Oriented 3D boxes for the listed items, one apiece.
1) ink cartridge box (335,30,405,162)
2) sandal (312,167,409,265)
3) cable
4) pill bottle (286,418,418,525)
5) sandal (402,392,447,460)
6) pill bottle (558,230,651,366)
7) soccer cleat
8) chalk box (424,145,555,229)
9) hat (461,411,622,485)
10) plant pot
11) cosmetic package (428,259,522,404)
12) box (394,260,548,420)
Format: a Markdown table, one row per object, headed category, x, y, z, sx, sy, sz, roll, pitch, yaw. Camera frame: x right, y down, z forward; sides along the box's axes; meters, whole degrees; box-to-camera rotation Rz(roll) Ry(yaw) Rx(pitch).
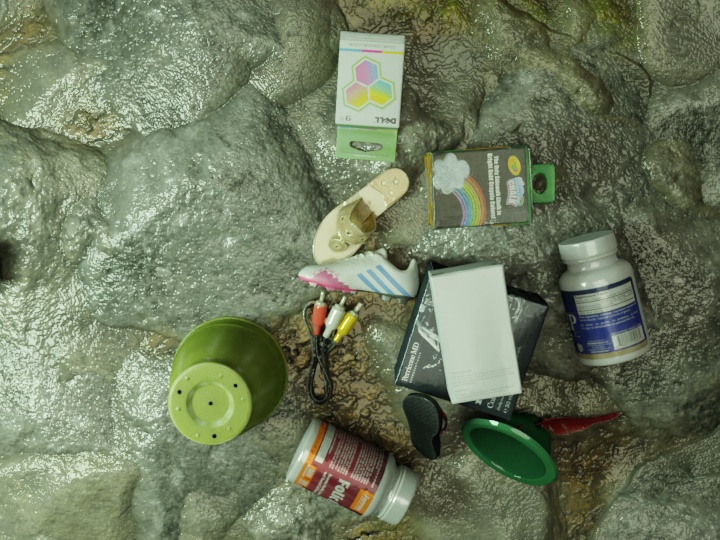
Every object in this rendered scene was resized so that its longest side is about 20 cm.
| category | x | y | z | sx | sy | sz | roll | pitch | yaw |
| --- | --- | --- | --- | --- | --- | --- | --- | --- | --- |
| ink cartridge box | 0.014 | -0.279 | 1.419 | 0.104 | 0.059 | 0.200 | 4 | 97 | 0 |
| sandal | -0.004 | -0.086 | 1.438 | 0.078 | 0.070 | 0.212 | 44 | 96 | -5 |
| cable | -0.069 | 0.129 | 1.476 | 0.097 | 0.050 | 0.200 | 18 | 96 | 2 |
| pill bottle | -0.012 | 0.339 | 1.469 | 0.200 | 0.114 | 0.114 | 26 | 97 | -2 |
| sandal | 0.111 | 0.246 | 1.440 | 0.075 | 0.200 | 0.045 | 36 | 65 | 26 |
| pill bottle | 0.389 | 0.043 | 1.424 | 0.120 | 0.120 | 0.200 | -15 | 96 | 3 |
| soccer cleat | 0.000 | 0.000 | 1.455 | 0.200 | 0.070 | 0.086 | 10 | 90 | -6 |
| chalk box | 0.208 | -0.134 | 1.404 | 0.200 | 0.124 | 0.125 | -3 | 96 | 0 |
| hat | 0.292 | 0.248 | 1.488 | 0.200 | 0.166 | 0.176 | 47 | 58 | -20 |
| plant pot | -0.225 | 0.189 | 1.415 | 0.200 | 0.193 | 0.201 | 0 | 97 | 1 |
| cosmetic package | 0.172 | 0.091 | 1.332 | 0.113 | 0.081 | 0.200 | -8 | 95 | 2 |
| box | 0.176 | 0.110 | 1.436 | 0.196 | 0.124 | 0.200 | 17 | 97 | 1 |
